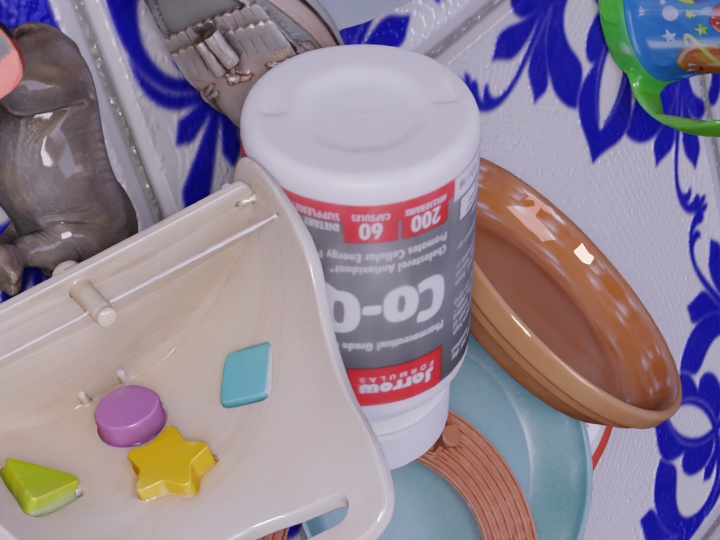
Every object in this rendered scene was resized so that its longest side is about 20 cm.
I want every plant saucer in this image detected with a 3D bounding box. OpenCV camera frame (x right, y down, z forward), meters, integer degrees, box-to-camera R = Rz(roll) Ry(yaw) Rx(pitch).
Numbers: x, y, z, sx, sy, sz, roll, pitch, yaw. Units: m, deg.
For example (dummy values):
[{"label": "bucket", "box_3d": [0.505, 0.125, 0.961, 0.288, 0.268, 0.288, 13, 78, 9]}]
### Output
[{"label": "plant saucer", "box_3d": [0.042, 0.112, 1.034, 0.199, 0.036, 0.201, 7, 76, -28]}, {"label": "plant saucer", "box_3d": [0.106, 0.017, 1.054, 0.037, 0.201, 0.200, -43, 146, 22]}]

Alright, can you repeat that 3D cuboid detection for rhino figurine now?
[{"label": "rhino figurine", "box_3d": [-0.140, -0.019, 0.821, 0.087, 0.060, 0.201, -37, 126, -35]}]

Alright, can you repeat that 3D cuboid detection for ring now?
[{"label": "ring", "box_3d": [0.018, 0.164, 0.978, 0.200, 0.019, 0.201, 6, 76, -27]}]

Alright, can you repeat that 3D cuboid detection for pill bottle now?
[{"label": "pill bottle", "box_3d": [0.000, 0.000, 0.894, 0.114, 0.114, 0.201, -41, 145, -37]}]

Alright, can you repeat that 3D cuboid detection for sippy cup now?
[{"label": "sippy cup", "box_3d": [0.247, -0.188, 1.189, 0.140, 0.130, 0.179, -36, 123, -40]}]

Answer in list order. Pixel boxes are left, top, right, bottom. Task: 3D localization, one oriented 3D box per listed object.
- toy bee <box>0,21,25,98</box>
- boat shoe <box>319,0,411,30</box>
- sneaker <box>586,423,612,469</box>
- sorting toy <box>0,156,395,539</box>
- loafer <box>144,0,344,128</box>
[{"label": "toy bee", "box_3d": [-0.230, -0.053, 0.672, 0.200, 0.131, 0.109, -45, 105, -21]}, {"label": "boat shoe", "box_3d": [0.005, -0.182, 0.951, 0.199, 0.068, 0.074, -23, 129, -19]}, {"label": "sneaker", "box_3d": [0.096, 0.110, 1.120, 0.108, 0.067, 0.202, 23, 83, -52]}, {"label": "sorting toy", "box_3d": [-0.081, 0.075, 0.757, 0.199, 0.180, 0.107, -28, 139, -18]}, {"label": "loafer", "box_3d": [-0.039, -0.091, 0.906, 0.200, 0.072, 0.063, 40, 44, -49]}]
